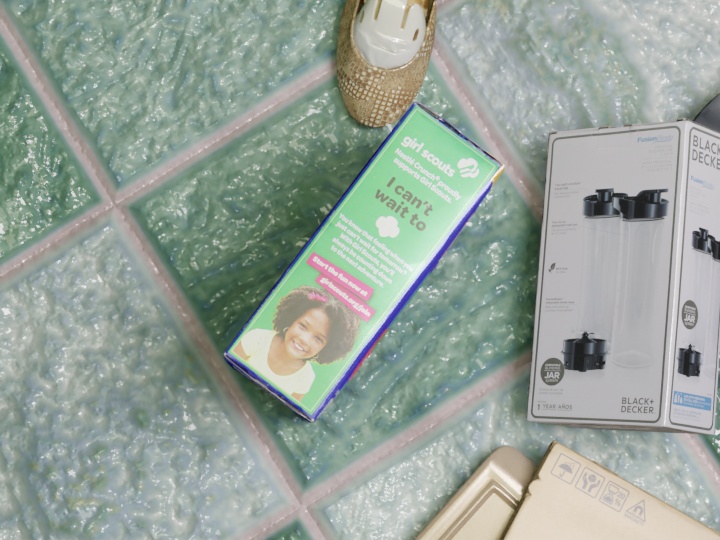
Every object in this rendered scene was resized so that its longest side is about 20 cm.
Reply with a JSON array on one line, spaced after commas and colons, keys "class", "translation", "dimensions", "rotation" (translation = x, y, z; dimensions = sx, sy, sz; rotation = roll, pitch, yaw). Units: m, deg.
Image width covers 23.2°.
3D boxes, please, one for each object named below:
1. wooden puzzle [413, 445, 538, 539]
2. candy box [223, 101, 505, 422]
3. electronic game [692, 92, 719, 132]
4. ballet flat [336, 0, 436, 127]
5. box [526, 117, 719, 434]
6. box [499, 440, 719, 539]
[{"class": "wooden puzzle", "translation": [0.100, 0.248, 1.176], "dimensions": [0.185, 0.037, 0.200], "rotation": [42, 80, 6]}, {"class": "candy box", "translation": [0.000, 0.000, 1.142], "dimensions": [0.077, 0.169, 0.200], "rotation": [35, 85, 1]}, {"class": "electronic game", "translation": [0.307, -0.042, 1.202], "dimensions": [0.200, 0.042, 0.200], "rotation": [1, 83, -6]}, {"class": "ballet flat", "translation": [0.026, -0.201, 1.220], "dimensions": [0.070, 0.065, 0.200], "rotation": [11, 83, 3]}, {"class": "box", "translation": [0.179, 0.006, 1.162], "dimensions": [0.117, 0.060, 0.200], "rotation": [-3, 79, 44]}, {"class": "box", "translation": [0.176, 0.231, 1.151], "dimensions": [0.200, 0.021, 0.164], "rotation": [29, 76, 3]}]
